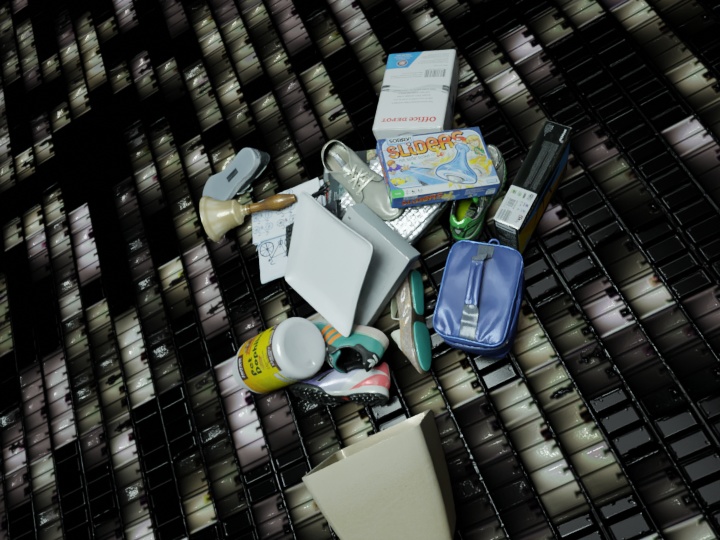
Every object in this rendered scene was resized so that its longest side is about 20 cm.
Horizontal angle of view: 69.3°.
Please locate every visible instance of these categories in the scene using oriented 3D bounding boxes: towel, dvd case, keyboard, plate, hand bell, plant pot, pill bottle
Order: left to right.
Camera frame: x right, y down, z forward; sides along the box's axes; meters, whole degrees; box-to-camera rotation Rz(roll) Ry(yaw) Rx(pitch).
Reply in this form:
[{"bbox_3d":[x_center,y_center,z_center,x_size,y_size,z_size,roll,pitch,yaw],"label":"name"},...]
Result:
[{"bbox_3d":[-0.234,-0.136,1.129,0.198,0.104,0.105,-14,69,10],"label":"hand bell"},{"bbox_3d":[-0.160,0.165,0.971,0.199,0.108,0.110,-30,61,44],"label":"pill bottle"},{"bbox_3d":[-0.097,-0.101,1.023,0.199,0.020,0.129,-17,67,52],"label":"keyboard"},{"bbox_3d":[-0.056,-0.014,0.940,0.199,0.032,0.202,39,128,32],"label":"plate"},{"bbox_3d":[0.014,-0.189,1.111,0.198,0.022,0.148,-3,72,16],"label":"dvd case"},{"bbox_3d":[0.055,-0.116,1.025,0.166,0.086,0.200,45,100,11],"label":"towel"},{"bbox_3d":[0.053,0.358,0.837,0.198,0.200,0.179,-26,77,8],"label":"plant pot"}]

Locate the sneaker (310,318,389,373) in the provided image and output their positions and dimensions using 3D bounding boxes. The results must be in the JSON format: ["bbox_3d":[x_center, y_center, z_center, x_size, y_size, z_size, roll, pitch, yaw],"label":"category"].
[{"bbox_3d":[-0.048,0.143,0.968,0.198,0.072,0.080,0,38,35],"label":"sneaker"}]

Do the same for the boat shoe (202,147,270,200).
[{"bbox_3d":[-0.283,-0.209,1.189,0.199,0.068,0.074,-40,74,29],"label":"boat shoe"}]

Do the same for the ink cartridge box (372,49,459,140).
[{"bbox_3d":[0.119,-0.350,1.083,0.145,0.086,0.202,4,69,20],"label":"ink cartridge box"}]

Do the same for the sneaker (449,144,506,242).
[{"bbox_3d":[0.226,-0.153,0.994,0.077,0.085,0.202,15,77,22],"label":"sneaker"}]

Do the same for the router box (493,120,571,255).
[{"bbox_3d":[0.307,-0.139,0.927,0.051,0.149,0.201,26,83,24],"label":"router box"}]

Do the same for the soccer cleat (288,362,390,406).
[{"bbox_3d":[-0.039,0.210,0.983,0.198,0.068,0.074,-3,53,19],"label":"soccer cleat"}]

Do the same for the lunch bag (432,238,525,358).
[{"bbox_3d":[0.212,0.042,0.910,0.134,0.132,0.202,9,76,20],"label":"lunch bag"}]

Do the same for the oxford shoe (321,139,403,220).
[{"bbox_3d":[-0.002,-0.168,0.968,0.075,0.058,0.200,-45,82,6],"label":"oxford shoe"}]

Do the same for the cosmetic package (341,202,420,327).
[{"bbox_3d":[0.000,0.000,0.975,0.151,0.052,0.201,42,123,16],"label":"cosmetic package"}]

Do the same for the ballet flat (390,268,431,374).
[{"bbox_3d":[0.090,0.098,0.978,0.067,0.068,0.202,-18,61,33],"label":"ballet flat"}]

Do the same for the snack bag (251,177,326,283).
[{"bbox_3d":[-0.152,-0.083,1.119,0.187,0.021,0.202,-16,68,20],"label":"snack bag"}]

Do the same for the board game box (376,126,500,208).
[{"bbox_3d":[0.139,-0.190,0.955,0.198,0.035,0.137,-9,63,-7],"label":"board game box"}]
